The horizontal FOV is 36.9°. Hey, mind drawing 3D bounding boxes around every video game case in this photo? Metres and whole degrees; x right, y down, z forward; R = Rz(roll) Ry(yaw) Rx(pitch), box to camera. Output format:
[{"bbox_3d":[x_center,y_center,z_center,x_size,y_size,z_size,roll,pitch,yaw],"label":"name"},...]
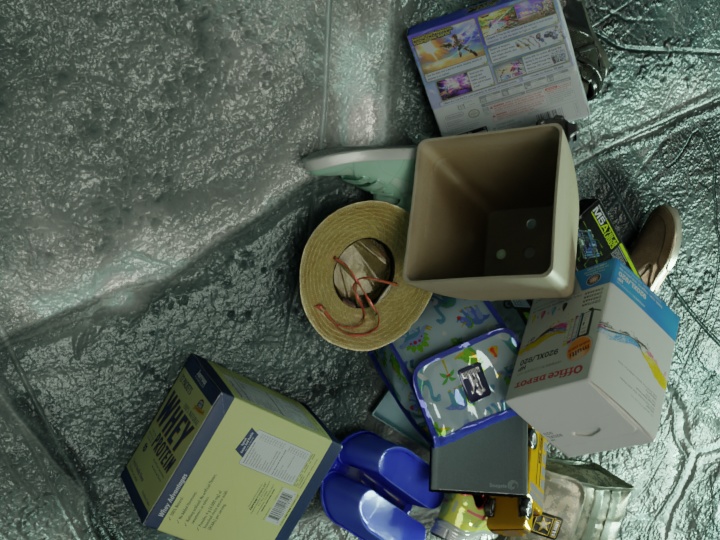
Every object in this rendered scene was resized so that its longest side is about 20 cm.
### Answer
[{"bbox_3d":[0.183,-0.264,1.426,0.199,0.046,0.182,-15,117,14],"label":"video game case"}]

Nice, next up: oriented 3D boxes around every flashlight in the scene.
[{"bbox_3d":[0.260,-0.148,1.479,0.068,0.068,0.200,-53,159,-6],"label":"flashlight"}]

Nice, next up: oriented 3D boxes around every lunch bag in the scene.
[{"bbox_3d":[0.313,0.389,1.709,0.199,0.117,0.165,11,100,-32],"label":"lunch bag"},{"bbox_3d":[0.127,0.132,1.483,0.169,0.201,0.128,-21,149,-16],"label":"lunch bag"}]

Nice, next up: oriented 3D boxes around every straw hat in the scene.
[{"bbox_3d":[0.000,0.000,1.452,0.200,0.085,0.202,-2,101,-12],"label":"straw hat"}]

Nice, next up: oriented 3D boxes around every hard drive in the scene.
[{"bbox_3d":[0.171,0.223,1.558,0.139,0.033,0.201,4,72,-3],"label":"hard drive"}]

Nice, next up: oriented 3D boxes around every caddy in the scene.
[{"bbox_3d":[0.027,0.320,1.565,0.200,0.105,0.142,42,67,-38],"label":"caddy"}]

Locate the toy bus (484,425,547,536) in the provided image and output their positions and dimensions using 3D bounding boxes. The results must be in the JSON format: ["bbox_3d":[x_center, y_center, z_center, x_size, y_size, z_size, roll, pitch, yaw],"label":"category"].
[{"bbox_3d":[0.236,0.299,1.610,0.078,0.065,0.201,48,43,-47],"label":"toy bus"}]

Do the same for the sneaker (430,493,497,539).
[{"bbox_3d":[0.173,0.354,1.619,0.200,0.078,0.091,8,100,-69],"label":"sneaker"}]

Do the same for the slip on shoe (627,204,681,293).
[{"bbox_3d":[0.432,-0.008,1.667,0.060,0.076,0.201,10,110,-30],"label":"slip on shoe"}]

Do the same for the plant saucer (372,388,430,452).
[{"bbox_3d":[0.102,0.230,1.619,0.200,0.019,0.070,36,90,-29],"label":"plant saucer"}]

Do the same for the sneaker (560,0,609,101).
[{"bbox_3d":[0.274,-0.308,1.468,0.200,0.076,0.115,52,39,-31],"label":"sneaker"}]

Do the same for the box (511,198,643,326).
[{"bbox_3d":[0.319,0.030,1.571,0.193,0.047,0.200,-41,110,-23],"label":"box"}]

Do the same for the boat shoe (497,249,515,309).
[{"bbox_3d":[0.240,0.024,1.589,0.200,0.062,0.075,37,74,-26],"label":"boat shoe"}]

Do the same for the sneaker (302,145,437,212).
[{"bbox_3d":[0.017,-0.105,1.432,0.199,0.074,0.119,-3,102,-27],"label":"sneaker"}]

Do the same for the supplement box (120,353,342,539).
[{"bbox_3d":[-0.172,0.253,1.429,0.199,0.134,0.201,29,93,-30],"label":"supplement box"}]

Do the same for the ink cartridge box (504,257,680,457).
[{"bbox_3d":[0.308,0.119,1.425,0.145,0.147,0.201,40,51,-23],"label":"ink cartridge box"}]

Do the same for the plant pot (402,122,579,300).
[{"bbox_3d":[0.191,-0.052,1.405,0.177,0.199,0.201,36,57,-54],"label":"plant pot"}]
